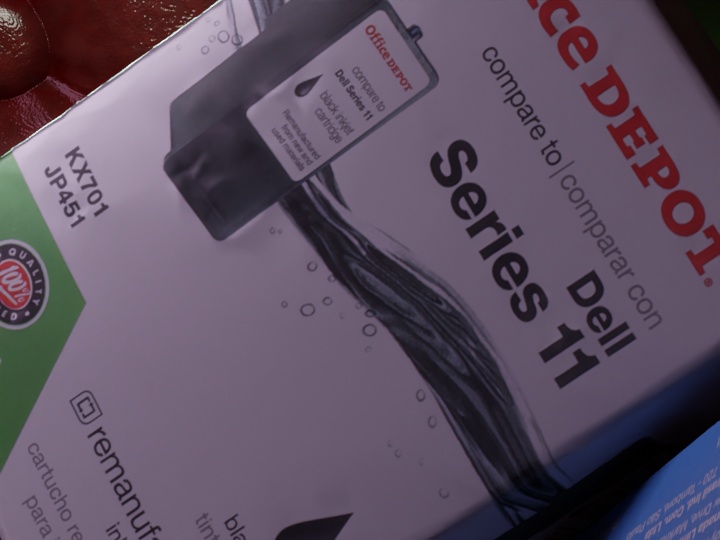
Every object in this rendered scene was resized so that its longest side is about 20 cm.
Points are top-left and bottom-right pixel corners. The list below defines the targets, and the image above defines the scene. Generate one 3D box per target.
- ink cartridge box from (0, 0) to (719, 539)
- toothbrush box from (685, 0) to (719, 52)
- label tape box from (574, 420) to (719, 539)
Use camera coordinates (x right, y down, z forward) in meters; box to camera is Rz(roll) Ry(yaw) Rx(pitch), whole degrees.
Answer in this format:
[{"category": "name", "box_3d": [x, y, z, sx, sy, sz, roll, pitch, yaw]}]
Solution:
[{"category": "ink cartridge box", "box_3d": [0.004, 0.005, 0.551, 0.200, 0.147, 0.083, -35, -21, 11]}, {"category": "toothbrush box", "box_3d": [0.074, -0.126, 0.668, 0.200, 0.086, 0.146, -6, 69, 47]}, {"category": "label tape box", "box_3d": [0.061, 0.136, 0.449, 0.143, 0.066, 0.201, -51, 18, 55]}]
